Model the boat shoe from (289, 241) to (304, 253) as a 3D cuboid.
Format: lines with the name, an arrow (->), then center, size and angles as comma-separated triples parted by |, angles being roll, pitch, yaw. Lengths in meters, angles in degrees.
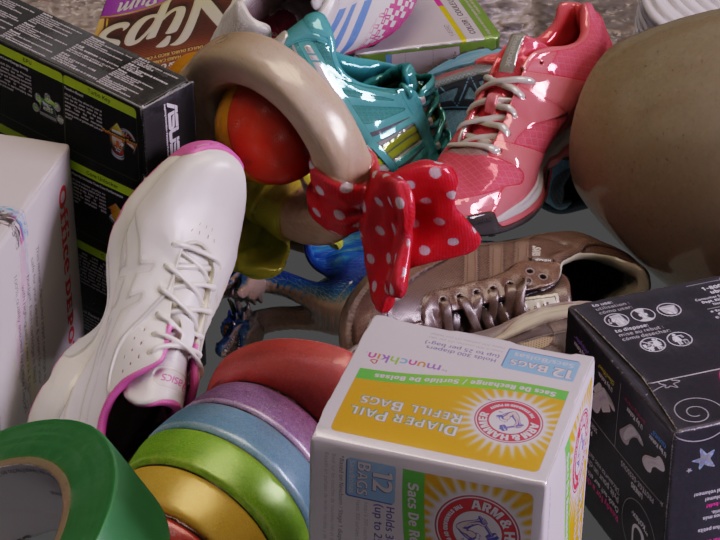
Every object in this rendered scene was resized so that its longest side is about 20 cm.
boat shoe -> -0.086, -0.053, 1.607 | 0.065, 0.074, 0.200 | 10, -10, 46

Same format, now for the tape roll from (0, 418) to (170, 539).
tape roll -> -0.184, 0.157, 1.256 | 0.200, 0.048, 0.201 | -28, 29, 17

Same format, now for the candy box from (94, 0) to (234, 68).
candy box -> -0.109, -0.160, 1.762 | 0.116, 0.057, 0.201 | -4, 48, 19

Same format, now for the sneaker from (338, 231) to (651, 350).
sneaker -> 0.079, 0.015, 1.522 | 0.199, 0.071, 0.075 | -19, 15, -38

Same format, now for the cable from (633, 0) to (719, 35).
cable -> 0.284, -0.164, 1.831 | 0.199, 0.070, 0.200 | 18, 37, 25

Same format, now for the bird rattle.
bird rattle -> -0.037, -0.053, 1.462 | 0.113, 0.164, 0.200 | -39, 21, -19

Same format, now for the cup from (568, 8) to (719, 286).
cup -> 0.208, -0.071, 1.576 | 0.143, 0.201, 0.200 | 16, 35, 32

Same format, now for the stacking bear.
stacking bear -> -0.079, 0.137, 1.329 | 0.113, 0.122, 0.200 | 12, 41, 30

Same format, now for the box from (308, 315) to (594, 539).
box -> 0.040, 0.137, 1.238 | 0.112, 0.201, 0.101 | 9, 34, 13

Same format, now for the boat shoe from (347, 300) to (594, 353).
boat shoe -> 0.081, 0.072, 1.474 | 0.199, 0.075, 0.074 | -10, 53, -15

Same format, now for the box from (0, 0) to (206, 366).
box -> -0.174, -0.051, 1.534 | 0.199, 0.194, 0.047 | 26, 40, 34

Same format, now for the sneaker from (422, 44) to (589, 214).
sneaker -> 0.118, -0.083, 1.696 | 0.199, 0.080, 0.096 | 7, 35, 10

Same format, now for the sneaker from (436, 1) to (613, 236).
sneaker -> 0.087, -0.093, 1.595 | 0.073, 0.087, 0.200 | 9, 37, 37

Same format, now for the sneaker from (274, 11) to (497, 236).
sneaker -> 0.024, -0.084, 1.630 | 0.200, 0.080, 0.078 | 31, 12, -28

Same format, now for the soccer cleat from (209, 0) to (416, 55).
soccer cleat -> -0.017, -0.173, 1.678 | 0.070, 0.087, 0.200 | 38, 51, 14

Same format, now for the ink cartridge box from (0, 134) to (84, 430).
ink cartridge box -> -0.251, 0.032, 1.446 | 0.144, 0.148, 0.200 | 9, 33, 13

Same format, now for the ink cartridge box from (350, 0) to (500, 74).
ink cartridge box -> -0.024, -0.144, 1.789 | 0.199, 0.076, 0.148 | -8, 34, -15

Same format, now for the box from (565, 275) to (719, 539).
box -> 0.220, 0.078, 1.415 | 0.199, 0.115, 0.132 | -10, 33, -19

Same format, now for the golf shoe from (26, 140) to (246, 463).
golf shoe -> -0.102, 0.031, 1.420 | 0.075, 0.201, 0.091 | 21, 5, -35

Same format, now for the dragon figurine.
dragon figurine -> 0.000, 0.000, 1.581 | 0.099, 0.059, 0.200 | 25, 41, 32
